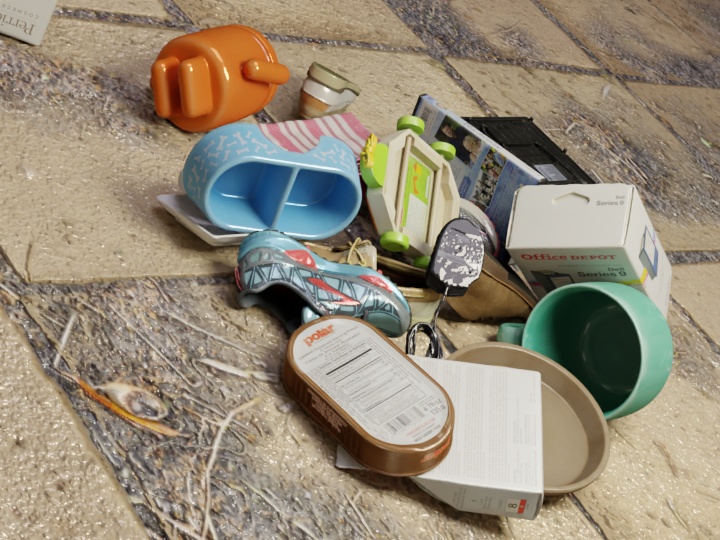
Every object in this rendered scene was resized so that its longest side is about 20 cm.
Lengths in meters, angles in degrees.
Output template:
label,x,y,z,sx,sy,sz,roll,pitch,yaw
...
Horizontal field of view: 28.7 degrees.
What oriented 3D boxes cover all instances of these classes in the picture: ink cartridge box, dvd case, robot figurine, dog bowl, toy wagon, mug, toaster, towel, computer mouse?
label,x,y,z,sx,sy,sz,roll,pitch,yaw
ink cartridge box,0.079,0.160,1.384,0.197,0.051,0.163,5,42,2
dvd case,0.123,-0.104,1.722,0.199,0.144,0.017,39,35,26
robot figurine,-0.170,-0.232,1.691,0.117,0.144,0.200,51,32,4
dog bowl,-0.086,-0.087,1.478,0.198,0.112,0.050,6,35,-29
toy wagon,0.051,-0.093,1.585,0.199,0.039,0.157,33,58,-47
mug,0.263,0.080,1.586,0.185,0.153,0.114,46,26,27
toaster,0.196,-0.109,1.844,0.199,0.119,0.181,-7,46,-49
ink cartridge box,0.270,-0.015,1.649,0.200,0.144,0.088,53,44,-51
towel,-0.063,-0.149,1.682,0.198,0.030,0.146,-10,31,-30
computer mouse,0.088,0.034,1.525,0.058,0.034,0.202,22,68,-6

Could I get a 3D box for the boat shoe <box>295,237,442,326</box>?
label,x,y,z,sx,sy,sz,roll,pitch,yaw
boat shoe,0.000,0.000,1.548,0.198,0.067,0.074,19,31,-20

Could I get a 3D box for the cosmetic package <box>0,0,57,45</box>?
label,x,y,z,sx,sy,sz,roll,pitch,yaw
cosmetic package,-0.416,-0.408,1.641,0.166,0.201,0.167,17,31,-23

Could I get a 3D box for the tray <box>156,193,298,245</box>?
label,x,y,z,sx,sy,sz,roll,pitch,yaw
tray,-0.121,-0.055,1.547,0.199,0.022,0.107,-5,31,-47

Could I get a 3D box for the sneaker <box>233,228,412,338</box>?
label,x,y,z,sx,sy,sz,roll,pitch,yaw
sneaker,-0.043,0.039,1.464,0.198,0.080,0.096,21,47,-9

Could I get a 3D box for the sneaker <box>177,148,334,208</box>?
label,x,y,z,sx,sy,sz,roll,pitch,yaw
sneaker,-0.102,-0.102,1.547,0.198,0.072,0.073,7,22,-27

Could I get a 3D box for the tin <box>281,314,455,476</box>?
label,x,y,z,sx,sy,sz,roll,pitch,yaw
tin,0.008,0.116,1.359,0.111,0.042,0.200,-24,51,-36

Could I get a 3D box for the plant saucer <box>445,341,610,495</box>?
label,x,y,z,sx,sy,sz,roll,pitch,yaw
plant saucer,0.166,0.157,1.473,0.198,0.030,0.201,14,41,-13

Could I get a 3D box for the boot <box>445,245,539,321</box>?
label,x,y,z,sx,sy,sz,roll,pitch,yaw
boot,0.154,0.029,1.649,0.199,0.076,0.074,34,13,-47

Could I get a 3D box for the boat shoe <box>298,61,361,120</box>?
label,x,y,z,sx,sy,sz,roll,pitch,yaw
boat shoe,-0.049,-0.229,1.849,0.074,0.069,0.200,29,8,6

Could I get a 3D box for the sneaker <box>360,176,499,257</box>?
label,x,y,z,sx,sy,sz,roll,pitch,yaw
sneaker,0.078,-0.061,1.702,0.199,0.081,0.075,35,29,15
